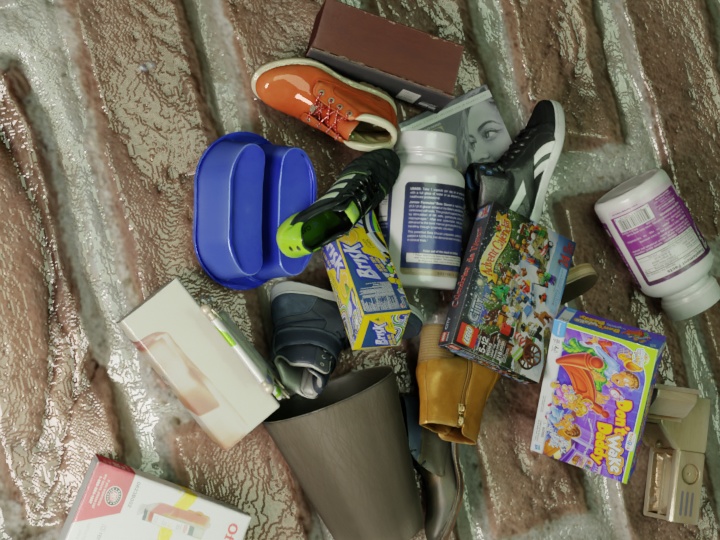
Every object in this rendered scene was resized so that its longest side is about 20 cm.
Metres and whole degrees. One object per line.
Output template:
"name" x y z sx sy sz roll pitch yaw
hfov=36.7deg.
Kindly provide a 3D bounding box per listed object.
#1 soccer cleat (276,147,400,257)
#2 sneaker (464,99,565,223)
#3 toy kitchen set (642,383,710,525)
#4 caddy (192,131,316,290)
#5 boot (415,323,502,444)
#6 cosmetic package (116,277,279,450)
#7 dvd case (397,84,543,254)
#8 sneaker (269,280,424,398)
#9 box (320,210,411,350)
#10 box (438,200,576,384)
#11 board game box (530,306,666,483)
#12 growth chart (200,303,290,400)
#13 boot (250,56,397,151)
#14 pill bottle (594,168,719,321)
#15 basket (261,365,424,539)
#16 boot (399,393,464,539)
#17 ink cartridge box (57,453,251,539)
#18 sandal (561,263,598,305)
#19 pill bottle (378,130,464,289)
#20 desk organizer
"soccer cleat" -0.014 -0.080 1.320 0.200 0.081 0.068 -41 114 -22
"sneaker" 0.204 -0.151 1.471 0.112 0.073 0.200 17 82 -19
"toy kitchen set" 0.383 0.243 1.465 0.200 0.163 0.181 10 82 -17
"caddy" -0.136 -0.074 1.357 0.141 0.105 0.200 1 92 -39
"boot" 0.150 0.156 1.415 0.201 0.071 0.144 14 67 -35
"cosmetic package" -0.199 0.113 1.319 0.087 0.103 0.200 -39 96 -14
"dvd case" 0.152 -0.139 1.500 0.149 0.016 0.200 -26 93 -18
"sneaker" -0.017 0.097 1.363 0.202 0.077 0.146 8 47 -10
"box" 0.000 0.000 1.357 0.064 0.070 0.200 -3 48 -18
"box" 0.191 0.029 1.397 0.137 0.038 0.200 25 71 -20
"board game box" 0.304 0.160 1.400 0.045 0.134 0.200 -36 137 -55
"growth chart" -0.133 0.099 1.300 0.018 0.200 0.145 -38 88 -3
"boot" -0.043 -0.210 1.388 0.200 0.107 0.075 14 122 -15
"pill bottle" 0.425 -0.034 1.529 0.112 0.112 0.200 -33 96 -18
"basket" -0.005 0.243 1.356 0.180 0.136 0.200 -21 98 6
"boot" 0.081 0.255 1.414 0.097 0.075 0.200 16 69 -18
"ink cartridge box" -0.250 0.323 1.294 0.200 0.083 0.145 24 79 -15
"sandal" 0.215 0.027 1.488 0.212 0.078 0.070 -23 58 -8
"pill bottle" 0.079 -0.077 1.416 0.111 0.111 0.200 4 88 -18
"desk organizer" 0.030 -0.283 1.437 0.200 0.072 0.077 17 78 -11
